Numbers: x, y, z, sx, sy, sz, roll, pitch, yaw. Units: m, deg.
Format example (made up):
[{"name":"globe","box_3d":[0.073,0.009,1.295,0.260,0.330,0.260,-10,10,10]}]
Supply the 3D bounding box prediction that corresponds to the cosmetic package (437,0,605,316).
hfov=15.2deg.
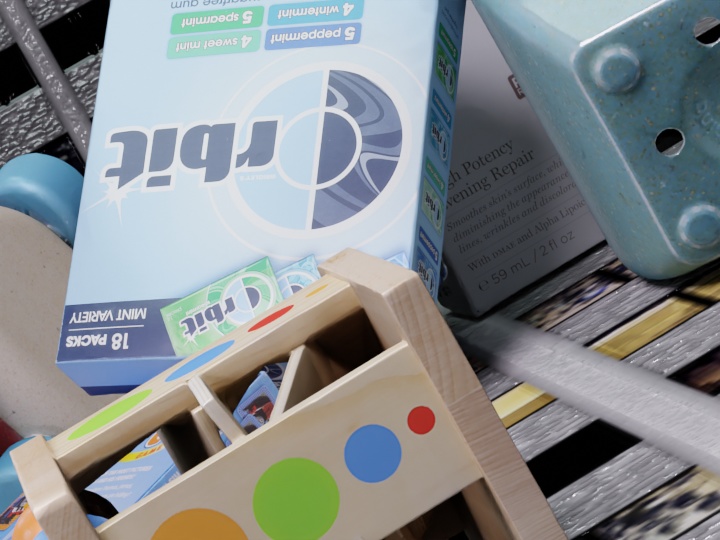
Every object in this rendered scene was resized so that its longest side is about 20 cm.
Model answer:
[{"name":"cosmetic package","box_3d":[0.044,-0.088,1.379,0.101,0.200,0.074,-31,9,-11]}]

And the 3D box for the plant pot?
[{"name":"plant pot","box_3d":[0.160,-0.109,1.217,0.195,0.197,0.200,-28,22,10]}]

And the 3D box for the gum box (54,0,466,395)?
[{"name":"gum box","box_3d":[-0.044,-0.044,1.249,0.169,0.201,0.045,-2,-24,20]}]

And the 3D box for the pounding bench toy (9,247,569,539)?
[{"name":"pounding bench toy","box_3d":[-0.036,0.086,0.920,0.156,0.125,0.200,-31,9,-7]}]

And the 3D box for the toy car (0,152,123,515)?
[{"name":"toy car","box_3d":[-0.205,0.077,1.418,0.200,0.177,0.185,-38,14,37]}]

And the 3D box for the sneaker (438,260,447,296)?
[{"name":"sneaker","box_3d":[0.000,0.000,1.356,0.077,0.085,0.200,-36,-23,-13]}]

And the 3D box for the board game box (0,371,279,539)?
[{"name":"board game box","box_3d":[-0.131,0.127,1.168,0.200,0.037,0.151,-47,16,-28]}]
